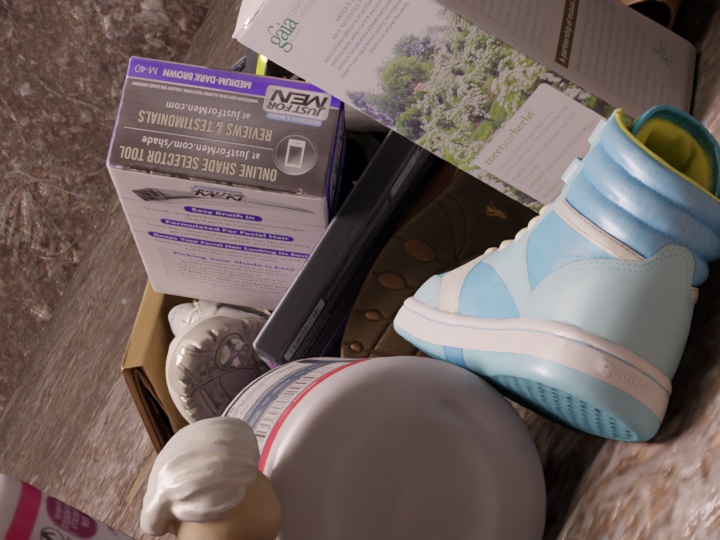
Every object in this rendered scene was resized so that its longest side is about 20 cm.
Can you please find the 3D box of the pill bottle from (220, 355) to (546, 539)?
[{"bbox_3d":[-0.006,0.097,0.855,0.120,0.119,0.200,-63,12,-9],"label":"pill bottle"}]

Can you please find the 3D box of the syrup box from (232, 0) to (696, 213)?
[{"bbox_3d":[0.050,-0.106,0.894,0.079,0.199,0.082,-49,17,43],"label":"syrup box"}]

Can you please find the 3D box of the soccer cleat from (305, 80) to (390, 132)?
[{"bbox_3d":[0.049,-0.101,1.047,0.199,0.069,0.078,-24,-35,-37],"label":"soccer cleat"}]

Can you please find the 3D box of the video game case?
[{"bbox_3d":[0.000,0.000,1.030,0.143,0.019,0.200,-57,-9,-7],"label":"video game case"}]

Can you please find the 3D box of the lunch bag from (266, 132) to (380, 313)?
[{"bbox_3d":[-0.007,-0.082,1.264,0.200,0.117,0.164,-46,13,23],"label":"lunch bag"}]

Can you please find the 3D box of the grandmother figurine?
[{"bbox_3d":[-0.031,0.152,0.718,0.121,0.060,0.201,-28,78,56],"label":"grandmother figurine"}]

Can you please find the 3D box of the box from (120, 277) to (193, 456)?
[{"bbox_3d":[-0.098,0.069,1.233,0.021,0.164,0.200,-14,30,14],"label":"box"}]

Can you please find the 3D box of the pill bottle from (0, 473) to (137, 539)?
[{"bbox_3d":[-0.097,0.181,0.841,0.114,0.199,0.114,-55,14,21],"label":"pill bottle"}]

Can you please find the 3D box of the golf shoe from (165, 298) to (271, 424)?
[{"bbox_3d":[-0.082,0.052,1.119,0.079,0.097,0.200,-63,-19,1],"label":"golf shoe"}]

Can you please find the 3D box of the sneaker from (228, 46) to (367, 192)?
[{"bbox_3d":[-0.048,-0.096,1.088,0.074,0.081,0.200,-39,-18,-16],"label":"sneaker"}]

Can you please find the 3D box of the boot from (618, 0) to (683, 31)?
[{"bbox_3d":[0.158,-0.187,0.954,0.200,0.073,0.155,118,173,-51],"label":"boot"}]

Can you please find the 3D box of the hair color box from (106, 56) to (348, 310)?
[{"bbox_3d":[-0.063,-0.038,1.014,0.200,0.108,0.065,89,-170,-73],"label":"hair color box"}]

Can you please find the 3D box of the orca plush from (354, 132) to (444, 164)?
[{"bbox_3d":[0.024,-0.131,1.098,0.071,0.104,0.201,-62,-33,-72],"label":"orca plush"}]

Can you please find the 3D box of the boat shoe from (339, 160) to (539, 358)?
[{"bbox_3d":[0.051,-0.011,0.992,0.201,0.072,0.068,-58,3,-22],"label":"boat shoe"}]

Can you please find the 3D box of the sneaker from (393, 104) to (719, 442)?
[{"bbox_3d":[0.091,-0.006,0.806,0.131,0.079,0.200,-63,22,-5],"label":"sneaker"}]
